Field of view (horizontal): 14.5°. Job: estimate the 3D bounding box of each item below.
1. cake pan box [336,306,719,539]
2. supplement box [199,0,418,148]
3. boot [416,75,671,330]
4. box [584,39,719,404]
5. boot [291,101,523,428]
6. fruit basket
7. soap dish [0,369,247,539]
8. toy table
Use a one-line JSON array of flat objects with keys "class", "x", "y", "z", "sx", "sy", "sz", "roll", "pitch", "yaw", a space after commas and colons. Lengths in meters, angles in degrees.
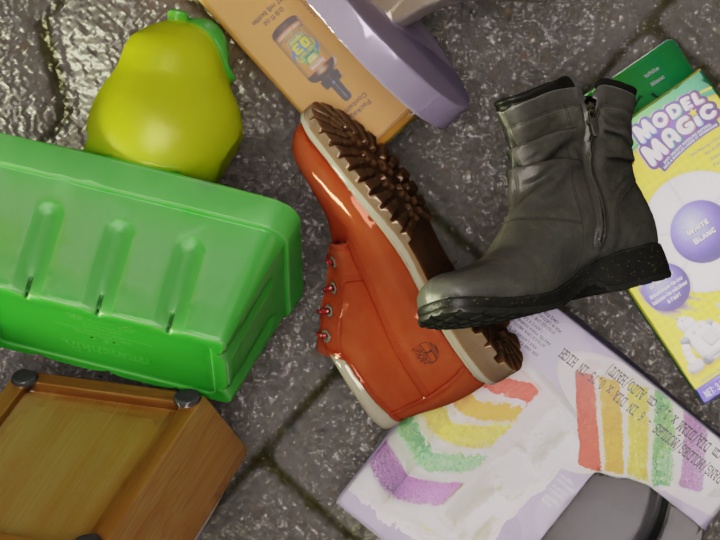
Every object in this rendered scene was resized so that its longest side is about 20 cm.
[{"class": "cake pan box", "x": 0.116, "y": 0.132, "z": 1.740, "sx": 0.200, "sy": 0.052, "sz": 0.184, "roll": 40, "pitch": 96, "yaw": 3}, {"class": "supplement box", "x": -0.045, "y": -0.155, "z": 1.740, "sx": 0.067, "sy": 0.069, "sz": 0.200, "roll": -42, "pitch": 86, "yaw": 5}, {"class": "boot", "x": 0.095, "y": -0.041, "z": 1.646, "sx": 0.068, "sy": 0.200, "sz": 0.131, "roll": -13, "pitch": 91, "yaw": 47}, {"class": "box", "x": 0.202, "y": -0.032, "z": 1.732, "sx": 0.117, "sy": 0.048, "sz": 0.200, "roll": -35, "pitch": 87, "yaw": 4}, {"class": "boot", "x": 0.000, "y": 0.000, "z": 1.690, "sx": 0.107, "sy": 0.075, "sz": 0.200, "roll": -30, "pitch": 94, "yaw": 22}, {"class": "fruit basket", "x": -0.129, "y": -0.046, "z": 1.714, "sx": 0.215, "sy": 0.156, "sz": 0.216, "roll": 0, "pitch": 64, "yaw": 0}, {"class": "soap dish", "x": -0.177, "y": 0.141, "z": 1.679, "sx": 0.157, "sy": 0.200, "sz": 0.081, "roll": 7, "pitch": 124, "yaw": 19}, {"class": "toy table", "x": 0.028, "y": -0.198, "z": 1.685, "sx": 0.117, "sy": 0.184, "sz": 0.200, "roll": -44, "pitch": 82, "yaw": 15}]
